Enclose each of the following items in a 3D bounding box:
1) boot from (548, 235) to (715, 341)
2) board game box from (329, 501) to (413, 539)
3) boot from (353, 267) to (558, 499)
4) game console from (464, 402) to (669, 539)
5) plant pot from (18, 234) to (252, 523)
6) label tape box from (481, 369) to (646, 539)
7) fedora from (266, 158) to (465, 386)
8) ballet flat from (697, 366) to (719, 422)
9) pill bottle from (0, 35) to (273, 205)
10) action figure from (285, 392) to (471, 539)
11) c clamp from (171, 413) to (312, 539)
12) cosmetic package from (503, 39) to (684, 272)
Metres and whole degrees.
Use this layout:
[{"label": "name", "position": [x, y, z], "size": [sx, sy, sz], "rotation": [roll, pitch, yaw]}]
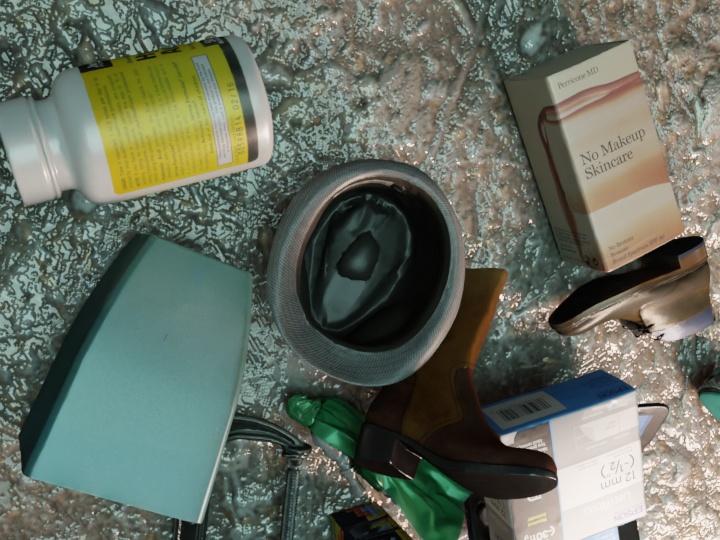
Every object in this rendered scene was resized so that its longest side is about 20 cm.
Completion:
[{"label": "boot", "position": [0.292, 0.046, 0.935], "size": [0.200, 0.075, 0.097], "rotation": [-25, 103, -16]}, {"label": "board game box", "position": [0.032, 0.345, 0.841], "size": [0.057, 0.165, 0.200], "rotation": [-11, 101, -18]}, {"label": "boot", "position": [0.102, 0.092, 0.793], "size": [0.068, 0.188, 0.200], "rotation": [43, 57, -41]}, {"label": "game console", "position": [0.216, 0.232, 0.908], "size": [0.200, 0.118, 0.171], "rotation": [0, 71, -19]}, {"label": "plant pot", "position": [-0.174, 0.077, 0.746], "size": [0.141, 0.141, 0.200], "rotation": [23, 83, -21]}, {"label": "label tape box", "position": [0.193, 0.211, 0.850], "size": [0.143, 0.066, 0.200], "rotation": [-15, 105, -16]}, {"label": "fedora", "position": [0.000, 0.000, 0.807], "size": [0.177, 0.090, 0.200], "rotation": [18, 82, -14]}, {"label": "ballet flat", "position": [0.456, 0.180, 1.022], "size": [0.072, 0.072, 0.200], "rotation": [-42, 110, -9]}, {"label": "pill bottle", "position": [-0.180, -0.116, 0.721], "size": [0.200, 0.111, 0.111], "rotation": [-17, 104, -17]}, {"label": "action figure", "position": [0.012, 0.180, 0.852], "size": [0.200, 0.118, 0.055], "rotation": [39, 113, -5]}, {"label": "c clamp", "position": [-0.091, 0.231, 0.845], "size": [0.171, 0.027, 0.200], "rotation": [1, 98, -3]}, {"label": "cosmetic package", "position": [0.230, -0.112, 0.880], "size": [0.103, 0.087, 0.200], "rotation": [-27, 106, -13]}]
